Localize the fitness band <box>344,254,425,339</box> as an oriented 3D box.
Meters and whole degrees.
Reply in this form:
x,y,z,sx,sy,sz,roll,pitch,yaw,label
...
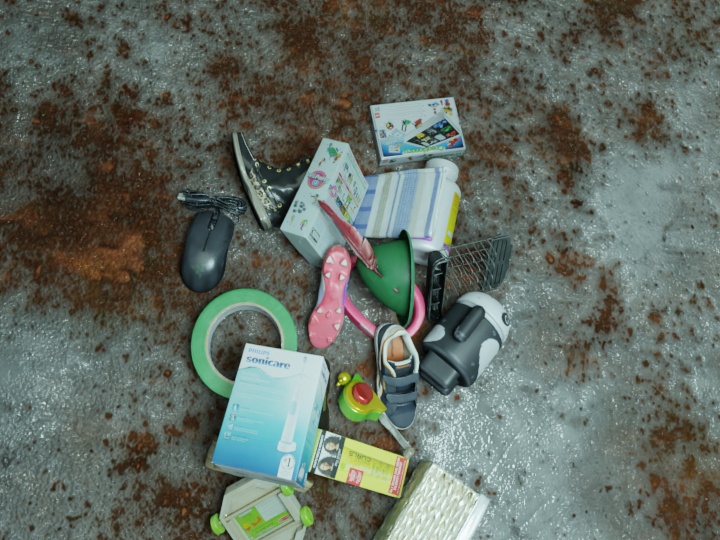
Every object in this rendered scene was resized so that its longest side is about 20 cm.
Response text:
x,y,z,sx,sy,sz,roll,pitch,yaw,label
0.039,0.056,1.145,0.199,0.037,0.144,43,71,2,fitness band

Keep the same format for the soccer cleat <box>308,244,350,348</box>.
x,y,z,sx,sy,sz,roll,pitch,yaw,label
-0.056,0.050,1.093,0.065,0.077,0.206,12,109,1,soccer cleat

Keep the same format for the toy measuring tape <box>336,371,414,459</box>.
x,y,z,sx,sy,sz,roll,pitch,yaw,label
0.016,0.272,1.054,0.073,0.074,0.201,-34,70,-15,toy measuring tape

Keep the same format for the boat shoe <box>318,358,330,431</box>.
x,y,z,sx,sy,sz,roll,pitch,yaw,label
-0.101,0.264,1.058,0.074,0.071,0.207,1,79,24,boat shoe

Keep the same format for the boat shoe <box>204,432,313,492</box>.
x,y,z,sx,sy,sz,roll,pitch,yaw,label
-0.180,0.357,1.017,0.195,0.071,0.066,22,81,4,boat shoe

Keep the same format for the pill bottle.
x,y,z,sx,sy,sz,roll,pitch,yaw,label
0.148,-0.121,1.170,0.101,0.104,0.206,16,74,-5,pill bottle

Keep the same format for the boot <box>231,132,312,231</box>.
x,y,z,sx,sy,sz,roll,pitch,yaw,label
-0.169,-0.199,1.152,0.147,0.073,0.205,-21,84,-13,boot

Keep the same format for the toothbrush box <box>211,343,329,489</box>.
x,y,z,sx,sy,sz,roll,pitch,yaw,label
-0.144,0.240,0.954,0.142,0.086,0.205,7,63,9,toothbrush box

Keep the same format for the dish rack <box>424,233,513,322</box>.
x,y,z,sx,sy,sz,roll,pitch,yaw,label
0.218,0.010,1.132,0.194,0.156,0.055,-13,42,-14,dish rack

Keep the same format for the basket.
x,y,z,sx,sy,sz,roll,pitch,yaw,label
0.116,0.451,1.008,0.122,0.136,0.202,36,73,5,basket

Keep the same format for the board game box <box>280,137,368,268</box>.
x,y,z,sx,sy,sz,roll,pitch,yaw,label
-0.064,-0.126,1.110,0.063,0.148,0.204,16,72,24,board game box

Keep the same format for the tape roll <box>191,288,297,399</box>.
x,y,z,sx,sy,sz,roll,pitch,yaw,label
-0.216,0.140,1.072,0.194,0.048,0.207,2,76,-9,tape roll

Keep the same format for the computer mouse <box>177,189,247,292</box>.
x,y,z,sx,sy,sz,roll,pitch,yaw,label
-0.301,-0.061,1.106,0.134,0.053,0.206,9,75,-8,computer mouse

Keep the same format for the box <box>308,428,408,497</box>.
x,y,z,sx,sy,sz,roll,pitch,yaw,label
-0.009,0.345,1.019,0.197,0.050,0.077,27,71,-26,box

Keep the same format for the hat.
x,y,z,sx,sy,sz,roll,pitch,yaw,label
0.000,0.000,1.048,0.170,0.166,0.206,1,73,-9,hat

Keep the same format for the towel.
x,y,z,sx,sy,sz,roll,pitch,yaw,label
0.076,-0.132,1.143,0.195,0.024,0.151,1,70,36,towel

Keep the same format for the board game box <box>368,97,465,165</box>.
x,y,z,sx,sy,sz,roll,pitch,yaw,label
0.123,-0.306,1.248,0.194,0.035,0.130,-8,77,-11,board game box

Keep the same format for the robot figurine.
x,y,z,sx,sy,sz,roll,pitch,yaw,label
0.197,0.136,1.076,0.200,0.150,0.125,-47,105,-17,robot figurine

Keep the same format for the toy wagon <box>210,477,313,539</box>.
x,y,z,sx,sy,sz,roll,pitch,yaw,label
-0.157,0.446,0.985,0.152,0.040,0.203,-28,105,5,toy wagon

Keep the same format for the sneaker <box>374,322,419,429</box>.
x,y,z,sx,sy,sz,roll,pitch,yaw,label
0.070,0.203,1.071,0.076,0.079,0.206,-12,92,-20,sneaker
